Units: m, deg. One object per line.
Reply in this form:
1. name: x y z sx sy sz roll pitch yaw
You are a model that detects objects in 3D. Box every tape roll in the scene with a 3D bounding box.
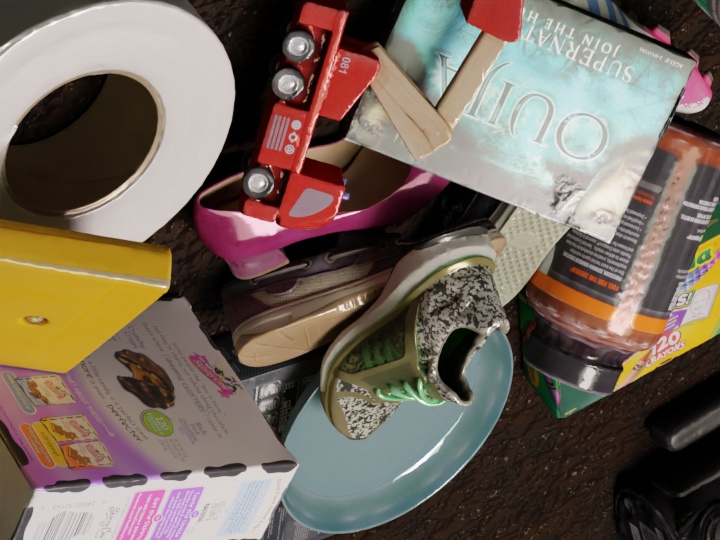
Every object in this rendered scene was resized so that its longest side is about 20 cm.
1. tape roll: -0.176 -0.093 1.456 0.201 0.071 0.203 -23 140 -20

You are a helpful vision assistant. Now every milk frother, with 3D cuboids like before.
1. milk frother: 0.342 0.200 2.087 0.187 0.200 0.181 -27 137 -16

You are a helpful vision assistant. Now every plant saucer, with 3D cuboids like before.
1. plant saucer: 0.020 0.102 1.776 0.199 0.027 0.201 -24 138 -24

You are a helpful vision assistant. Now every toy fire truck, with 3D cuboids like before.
1. toy fire truck: 0.013 -0.112 1.549 0.140 0.049 0.201 15 107 -9

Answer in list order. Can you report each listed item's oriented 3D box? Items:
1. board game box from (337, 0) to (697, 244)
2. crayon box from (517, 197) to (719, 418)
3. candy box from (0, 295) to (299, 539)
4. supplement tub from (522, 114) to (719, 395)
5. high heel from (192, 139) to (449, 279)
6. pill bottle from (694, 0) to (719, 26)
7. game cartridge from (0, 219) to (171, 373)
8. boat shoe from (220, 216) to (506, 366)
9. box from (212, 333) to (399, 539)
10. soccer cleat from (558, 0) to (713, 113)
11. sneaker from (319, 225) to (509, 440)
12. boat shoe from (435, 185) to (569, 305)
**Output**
1. board game box: 0.101 -0.113 1.608 0.199 0.028 0.136 20 104 -17
2. crayon box: 0.217 0.016 1.907 0.199 0.058 0.119 -27 141 -15
3. candy box: -0.166 0.098 1.578 0.199 0.168 0.072 -2 131 -39
4. supplement tub: 0.183 -0.016 1.768 0.107 0.107 0.201 12 103 -46
5. high heel: -0.014 -0.063 1.620 0.199 0.068 0.096 -34 153 -2
6. pill bottle: 0.318 -0.171 1.684 0.113 0.200 0.114 -22 140 -20
7. game cartridge: -0.232 0.008 1.437 0.199 0.033 0.176 12 157 -24
8. boat shoe: 0.000 0.000 1.681 0.199 0.065 0.072 -23 161 -7
9. box: -0.049 0.118 1.795 0.157 0.051 0.201 -17 137 -26
10. soccer cleat: 0.162 -0.144 1.688 0.200 0.070 0.087 34 92 -44
11. sneaker: 0.037 0.062 1.644 0.076 0.089 0.200 -5 144 -33
12. boat shoe: 0.092 -0.028 1.755 0.074 0.063 0.200 18 132 -31
